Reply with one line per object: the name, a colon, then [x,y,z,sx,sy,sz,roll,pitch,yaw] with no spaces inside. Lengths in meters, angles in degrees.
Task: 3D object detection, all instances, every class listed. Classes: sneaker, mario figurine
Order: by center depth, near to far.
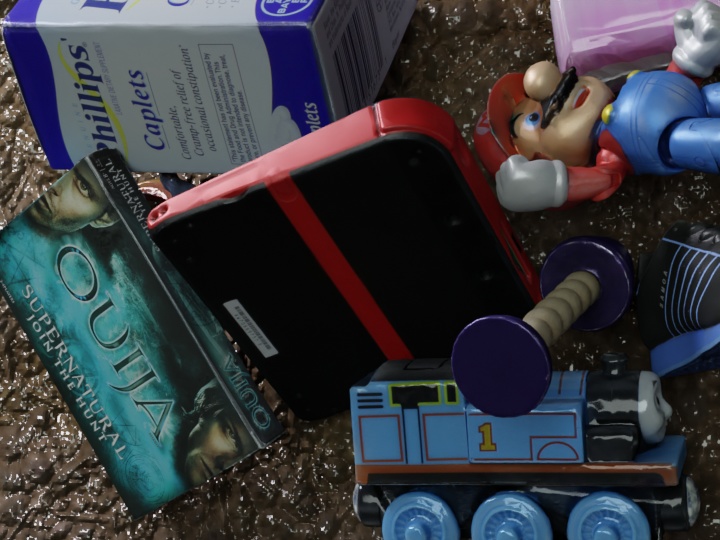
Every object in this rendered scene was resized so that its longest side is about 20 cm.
sneaker: [0.196,0.002,0.751,0.069,0.200,0.079,-8,77,-17]
mario figurine: [0.140,-0.088,0.768,0.199,0.123,0.107,-4,94,42]

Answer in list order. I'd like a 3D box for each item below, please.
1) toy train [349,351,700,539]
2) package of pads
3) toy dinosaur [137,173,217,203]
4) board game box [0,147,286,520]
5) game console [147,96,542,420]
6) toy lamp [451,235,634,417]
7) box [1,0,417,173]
toy train: [0.088,0.105,0.804,0.198,0.087,0.115,-3,98,18]
package of pads: [0.167,-0.210,0.862,0.119,0.076,0.202,-10,76,15]
toy dinosaur: [-0.051,-0.023,0.916,0.105,0.200,0.182,-32,88,-35]
board game box: [-0.144,0.042,0.877,0.135,0.028,0.201,-33,88,39]
game console: [0.000,0.000,0.818,0.176,0.200,0.031,-20,43,16]
toy lamp: [0.106,0.022,0.771,0.058,0.200,0.059,7,107,25]
box: [-0.086,-0.156,0.876,0.198,0.106,0.185,2,42,19]
